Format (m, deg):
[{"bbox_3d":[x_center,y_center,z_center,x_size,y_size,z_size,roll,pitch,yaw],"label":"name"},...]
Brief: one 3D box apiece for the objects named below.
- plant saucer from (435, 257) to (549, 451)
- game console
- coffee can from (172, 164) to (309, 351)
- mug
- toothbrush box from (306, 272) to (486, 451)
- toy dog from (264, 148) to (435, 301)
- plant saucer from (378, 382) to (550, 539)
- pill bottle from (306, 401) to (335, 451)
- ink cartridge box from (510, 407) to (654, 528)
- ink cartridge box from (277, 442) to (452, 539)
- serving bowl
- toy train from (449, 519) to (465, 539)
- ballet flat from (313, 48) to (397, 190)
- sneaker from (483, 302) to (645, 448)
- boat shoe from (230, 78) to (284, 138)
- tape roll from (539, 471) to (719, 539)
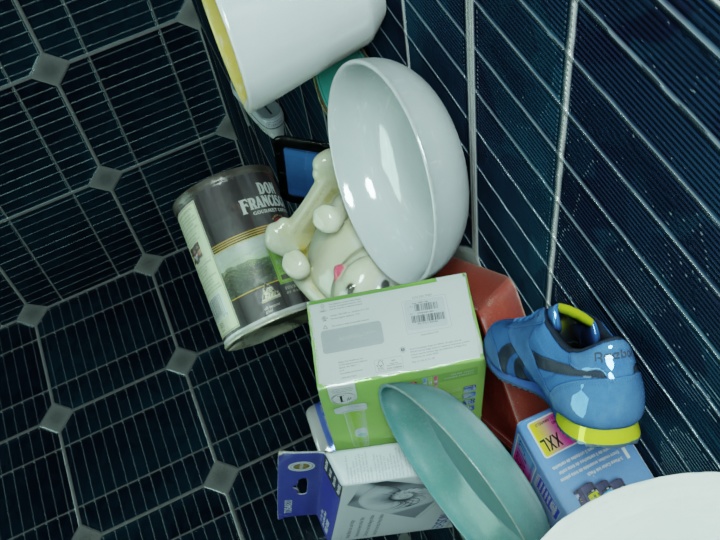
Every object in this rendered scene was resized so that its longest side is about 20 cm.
[{"bbox_3d":[0.130,0.094,0.864,0.199,0.036,0.204,-148,36,-76],"label":"plant saucer"},{"bbox_3d":[-0.024,-0.076,1.134,0.200,0.114,0.179,94,152,-73],"label":"game console"},{"bbox_3d":[-0.148,-0.016,1.174,0.146,0.144,0.204,111,137,-78],"label":"coffee can"},{"bbox_3d":[-0.066,-0.253,0.817,0.187,0.150,0.152,-122,12,-51],"label":"mug"},{"bbox_3d":[0.035,0.100,0.814,0.201,0.142,0.088,80,180,-57],"label":"toothbrush box"},{"bbox_3d":[0.000,0.000,0.942,0.193,0.139,0.201,40,-169,-32],"label":"toy dog"},{"bbox_3d":[0.087,0.162,0.693,0.201,0.036,0.201,51,164,20],"label":"plant saucer"},{"bbox_3d":[0.046,0.171,1.011,0.114,0.196,0.116,157,89,-87],"label":"pill bottle"},{"bbox_3d":[0.189,0.210,0.657,0.137,0.075,0.202,81,163,-59],"label":"ink cartridge box"},{"bbox_3d":[0.014,0.225,0.890,0.201,0.195,0.041,98,166,-58],"label":"ink cartridge box"},{"bbox_3d":[0.041,-0.093,0.788,0.201,0.065,0.203,52,153,40],"label":"serving bowl"},{"bbox_3d":[0.163,0.271,0.801,0.113,0.085,0.203,-29,91,49],"label":"toy train"},{"bbox_3d":[0.004,-0.161,0.933,0.071,0.069,0.203,86,160,-66],"label":"ballet flat"},{"bbox_3d":[0.140,0.052,0.628,0.200,0.064,0.081,-137,41,-73],"label":"sneaker"},{"bbox_3d":[-0.211,-0.337,1.799,0.068,0.072,0.202,81,164,-50],"label":"boat shoe"},{"bbox_3d":[0.154,0.184,0.371,0.203,0.199,0.072,-127,14,-58],"label":"tape roll"}]
